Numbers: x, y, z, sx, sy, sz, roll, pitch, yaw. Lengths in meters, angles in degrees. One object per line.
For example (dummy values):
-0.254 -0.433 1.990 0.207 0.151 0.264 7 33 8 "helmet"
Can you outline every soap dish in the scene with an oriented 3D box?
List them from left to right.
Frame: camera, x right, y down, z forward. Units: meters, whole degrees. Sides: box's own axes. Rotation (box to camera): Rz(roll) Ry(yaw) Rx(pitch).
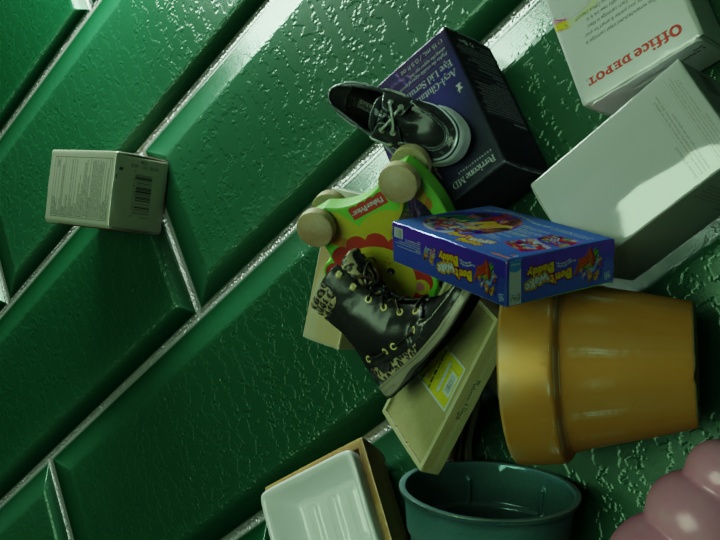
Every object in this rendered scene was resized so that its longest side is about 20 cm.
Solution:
-0.033 0.329 1.306 0.199 0.081 0.159 -33 65 35 "soap dish"

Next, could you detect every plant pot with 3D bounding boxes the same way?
0.139 0.334 1.093 0.199 0.199 0.198 7 100 41 "plant pot"
0.249 0.096 1.011 0.182 0.200 0.202 -3 83 20 "plant pot"

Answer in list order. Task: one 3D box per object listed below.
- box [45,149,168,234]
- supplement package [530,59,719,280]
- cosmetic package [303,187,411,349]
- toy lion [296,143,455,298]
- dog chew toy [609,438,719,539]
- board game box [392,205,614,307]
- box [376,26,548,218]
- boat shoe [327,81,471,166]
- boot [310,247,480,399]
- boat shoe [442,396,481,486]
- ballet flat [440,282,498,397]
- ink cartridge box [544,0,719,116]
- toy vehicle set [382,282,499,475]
-0.434 -0.134 1.687 0.199 0.108 0.129 8 91 42 "box"
0.302 -0.096 1.022 0.200 0.121 0.120 -42 61 30 "supplement package"
0.000 0.000 1.294 0.071 0.105 0.202 15 98 43 "cosmetic package"
0.034 -0.023 1.167 0.199 0.069 0.192 -27 107 31 "toy lion"
0.327 0.255 0.973 0.124 0.124 0.201 35 101 38 "dog chew toy"
0.140 -0.020 1.010 0.200 0.133 0.045 24 121 58 "board game box"
0.115 -0.164 1.206 0.148 0.104 0.201 -37 62 32 "box"
0.039 -0.178 1.159 0.199 0.067 0.072 34 108 38 "boat shoe"
0.036 0.035 1.103 0.151 0.073 0.200 45 133 11 "boot"
0.101 0.178 1.205 0.074 0.074 0.204 -7 81 41 "boat shoe"
0.151 0.090 1.172 0.069 0.071 0.201 -46 59 27 "ballet flat"
0.289 -0.289 1.076 0.144 0.084 0.202 -30 67 36 "ink cartridge box"
0.097 0.115 1.133 0.201 0.026 0.124 -65 29 17 "toy vehicle set"
